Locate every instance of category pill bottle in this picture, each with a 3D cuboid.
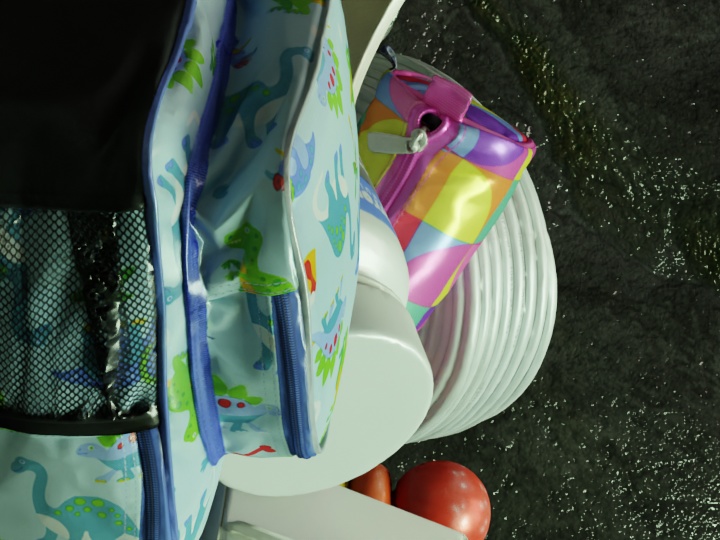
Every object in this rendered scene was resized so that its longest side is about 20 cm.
[{"bbox_3d":[-0.047,-0.014,1.009,0.114,0.113,0.200,88,-17,-49],"label":"pill bottle"}]

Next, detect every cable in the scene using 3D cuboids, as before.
[{"bbox_3d":[0.008,-0.010,1.258,0.200,0.069,0.201,-2,-81,49],"label":"cable"}]

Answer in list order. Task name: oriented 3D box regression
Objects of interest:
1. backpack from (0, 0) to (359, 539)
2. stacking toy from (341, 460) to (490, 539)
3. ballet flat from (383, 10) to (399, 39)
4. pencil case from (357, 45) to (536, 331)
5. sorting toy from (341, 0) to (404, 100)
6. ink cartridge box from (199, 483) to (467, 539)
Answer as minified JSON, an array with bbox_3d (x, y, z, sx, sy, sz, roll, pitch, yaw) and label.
[{"bbox_3d":[-0.074,-0.003,0.824,0.183,0.146,0.200,-82,177,-53],"label":"backpack"},{"bbox_3d":[-0.032,0.129,1.311,0.085,0.199,0.086,0,90,-89],"label":"stacking toy"},{"bbox_3d":[0.022,-0.128,1.078,0.066,0.057,0.200,-52,-175,-36],"label":"ballet flat"},{"bbox_3d":[0.000,0.000,1.145,0.200,0.088,0.088,-61,-175,11],"label":"pencil case"},{"bbox_3d":[-0.071,-0.113,0.960,0.107,0.199,0.181,129,-30,-56],"label":"sorting toy"},{"bbox_3d":[-0.035,0.192,1.168,0.125,0.128,0.200,-87,-159,-57],"label":"ink cartridge box"}]
